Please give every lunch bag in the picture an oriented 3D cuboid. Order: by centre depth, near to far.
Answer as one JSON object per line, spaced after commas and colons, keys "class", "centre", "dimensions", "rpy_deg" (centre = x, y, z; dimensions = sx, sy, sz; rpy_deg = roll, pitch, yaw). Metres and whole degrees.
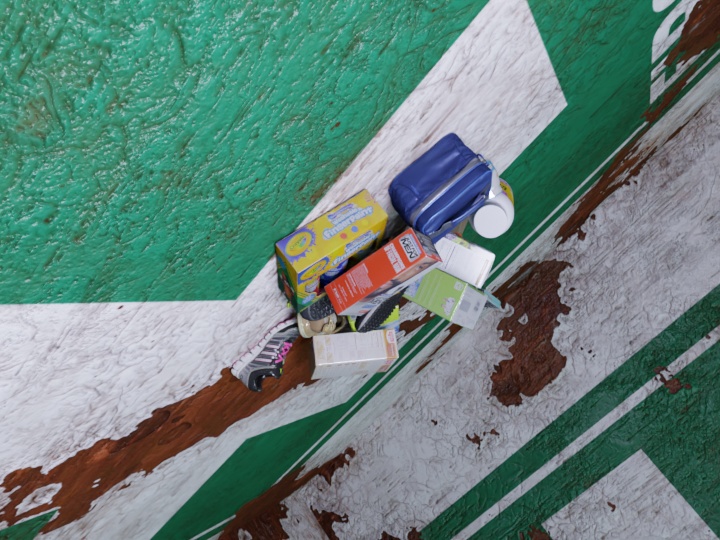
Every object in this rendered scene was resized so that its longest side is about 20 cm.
{"class": "lunch bag", "centre": [0.168, -0.152, 1.115], "dimensions": [0.199, 0.133, 0.136], "rpy_deg": [-39, 161, 0]}

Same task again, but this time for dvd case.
{"class": "dvd case", "centre": [0.218, 0.056, 1.359], "dimensions": [0.145, 0.196, 0.023], "rpy_deg": [27, 72, -58]}

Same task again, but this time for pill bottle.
{"class": "pill bottle", "centre": [0.301, -0.143, 1.325], "dimensions": [0.105, 0.104, 0.201], "rpy_deg": [-49, -175, 25]}

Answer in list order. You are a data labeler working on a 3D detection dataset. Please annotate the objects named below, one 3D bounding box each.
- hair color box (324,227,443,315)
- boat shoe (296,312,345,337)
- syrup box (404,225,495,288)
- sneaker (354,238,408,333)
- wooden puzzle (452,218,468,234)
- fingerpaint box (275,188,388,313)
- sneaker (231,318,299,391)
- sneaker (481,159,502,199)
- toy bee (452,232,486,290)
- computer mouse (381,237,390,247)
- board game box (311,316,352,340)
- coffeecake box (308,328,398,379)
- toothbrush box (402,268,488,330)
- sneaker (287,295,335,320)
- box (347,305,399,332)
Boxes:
{"class": "hair color box", "centre": [0.044, 0.008, 1.059], "dimensions": [0.198, 0.065, 0.110], "rpy_deg": [-35, 162, 18]}
{"class": "boat shoe", "centre": [-0.084, 0.106, 1.271], "dimensions": [0.065, 0.076, 0.200], "rpy_deg": [-9, 177, 14]}
{"class": "syrup box", "centre": [0.185, -0.043, 1.243], "dimensions": [0.079, 0.196, 0.083], "rpy_deg": [-38, 152, -79]}
{"class": "sneaker", "centre": [0.039, 0.030, 1.173], "dimensions": [0.202, 0.090, 0.070], "rpy_deg": [-56, 149, 10]}
{"class": "wooden puzzle", "centre": [0.218, -0.084, 1.445], "dimensions": [0.203, 0.037, 0.185], "rpy_deg": [-61, 159, 2]}
{"class": "fingerpaint box", "centre": [-0.053, -0.031, 1.052], "dimensions": [0.198, 0.074, 0.168], "rpy_deg": [-33, 160, -21]}
{"class": "sneaker", "centre": [-0.186, 0.189, 1.260], "dimensions": [0.199, 0.088, 0.074], "rpy_deg": [-41, 161, 0]}
{"class": "sneaker", "centre": [0.198, -0.170, 1.227], "dimensions": [0.196, 0.082, 0.077], "rpy_deg": [-21, -169, 3]}
{"class": "toy bee", "centre": [0.218, -0.004, 1.377], "dimensions": [0.107, 0.204, 0.131], "rpy_deg": [-2, -150, 32]}
{"class": "computer mouse", "centre": [0.000, 0.000, 1.269], "dimensions": [0.108, 0.044, 0.202], "rpy_deg": [-18, 148, -42]}
{"class": "board game box", "centre": [-0.024, 0.110, 1.455], "dimensions": [0.150, 0.047, 0.201], "rpy_deg": [-20, 152, -44]}
{"class": "coffeecake box", "centre": [-0.021, 0.203, 1.386], "dimensions": [0.195, 0.075, 0.154], "rpy_deg": [-4, 158, -12]}
{"class": "toothbrush box", "centre": [0.152, 0.040, 1.227], "dimensions": [0.145, 0.198, 0.088], "rpy_deg": [24, 91, -57]}
{"class": "sneaker", "centre": [-0.063, 0.045, 1.187], "dimensions": [0.197, 0.082, 0.074], "rpy_deg": [-12, 110, -40]}
{"class": "box", "centre": [0.033, 0.119, 1.390], "dimensions": [0.119, 0.049, 0.201], "rpy_deg": [-18, 158, -3]}
